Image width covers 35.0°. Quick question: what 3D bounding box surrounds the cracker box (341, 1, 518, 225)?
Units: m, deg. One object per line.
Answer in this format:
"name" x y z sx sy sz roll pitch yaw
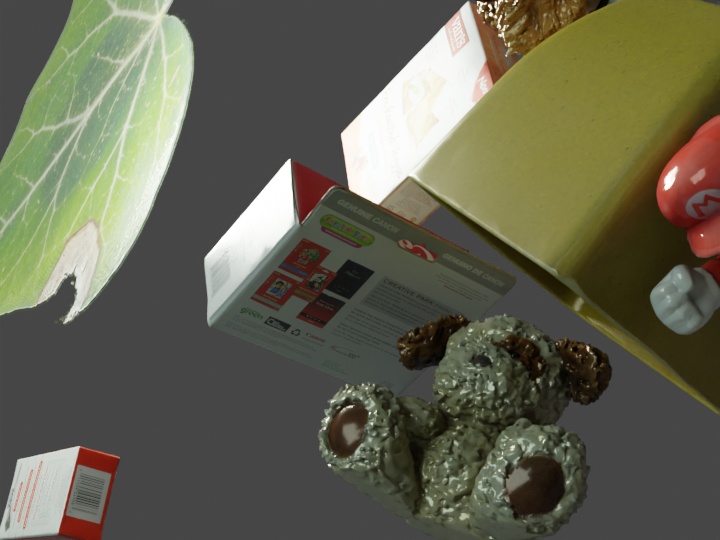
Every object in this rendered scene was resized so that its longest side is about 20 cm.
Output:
"cracker box" 0.067 -0.138 1.086 0.200 0.057 0.135 -43 39 31

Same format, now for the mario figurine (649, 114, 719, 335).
"mario figurine" 0.236 -0.006 0.608 0.106 0.199 0.124 20 86 59

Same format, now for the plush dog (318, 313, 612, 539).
"plush dog" 0.094 0.112 0.834 0.199 0.161 0.173 11 60 29

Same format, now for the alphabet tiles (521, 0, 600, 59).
"alphabet tiles" 0.156 -0.266 0.969 0.166 0.006 0.202 25 130 59

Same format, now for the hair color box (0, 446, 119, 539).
"hair color box" -0.390 0.295 1.468 0.199 0.064 0.112 -18 56 49

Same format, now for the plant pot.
"plant pot" 0.190 -0.063 0.736 0.201 0.195 0.194 -53 32 3

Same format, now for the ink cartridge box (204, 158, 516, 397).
"ink cartridge box" 0.000 0.000 0.956 0.176 0.199 0.084 -45 36 30

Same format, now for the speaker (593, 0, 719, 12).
"speaker" 0.226 -0.200 0.874 0.201 0.081 0.081 -60 32 9

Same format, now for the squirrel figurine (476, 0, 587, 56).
"squirrel figurine" 0.125 -0.263 0.870 0.141 0.201 0.186 -36 14 -16
